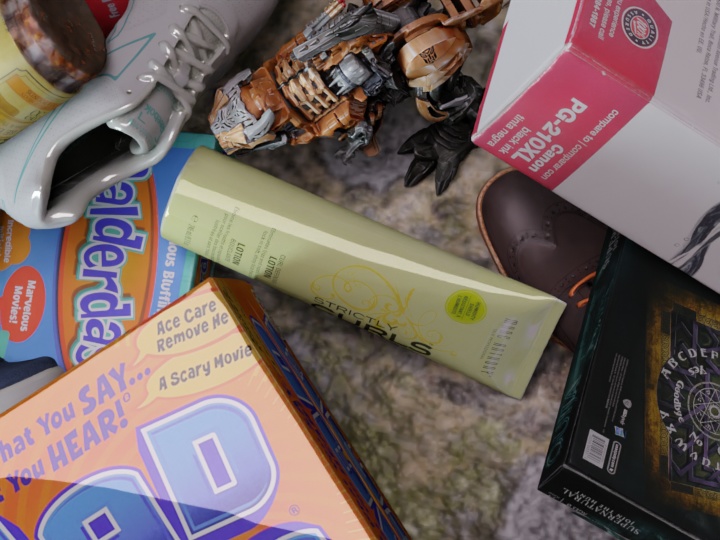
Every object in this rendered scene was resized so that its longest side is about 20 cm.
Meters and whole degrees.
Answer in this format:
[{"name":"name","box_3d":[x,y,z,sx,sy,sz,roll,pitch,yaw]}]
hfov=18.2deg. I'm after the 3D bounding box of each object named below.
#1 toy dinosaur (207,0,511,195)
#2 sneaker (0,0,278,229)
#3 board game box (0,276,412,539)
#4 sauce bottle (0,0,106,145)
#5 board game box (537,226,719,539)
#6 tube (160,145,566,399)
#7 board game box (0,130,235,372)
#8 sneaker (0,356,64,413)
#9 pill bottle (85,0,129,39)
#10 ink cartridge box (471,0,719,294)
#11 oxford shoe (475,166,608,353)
[{"name":"toy dinosaur","box_3d":[0.025,-0.105,1.116,0.199,0.136,0.103,-9,74,8]},{"name":"sneaker","box_3d":[-0.099,-0.093,1.094,0.200,0.070,0.080,-47,31,-3]},{"name":"board game box","box_3d":[-0.088,0.140,1.019,0.199,0.200,0.200,-33,89,1]},{"name":"sauce bottle","box_3d":[-0.214,-0.070,1.076,0.200,0.066,0.066,-31,72,22]},{"name":"board game box","box_3d":[0.164,0.051,1.034,0.135,0.028,0.200,29,48,-9]},{"name":"tube","box_3d":[0.000,0.000,1.110,0.199,0.058,0.052,24,88,2]},{"name":"board game box","box_3d":[-0.177,-0.004,1.174,0.199,0.045,0.153,6,78,11]},{"name":"sneaker","box_3d":[-0.246,0.046,1.112,0.199,0.075,0.085,-9,90,10]},{"name":"pill bottle","box_3d":[-0.140,-0.175,1.175,0.199,0.112,0.113,-15,74,6]},{"name":"ink cartridge box","box_3d":[0.166,-0.078,1.041,0.200,0.084,0.145,31,48,-15]},{"name":"oxford shoe","box_3d":[0.129,0.019,1.100,0.071,0.073,0.200,-42,73,-2]}]
